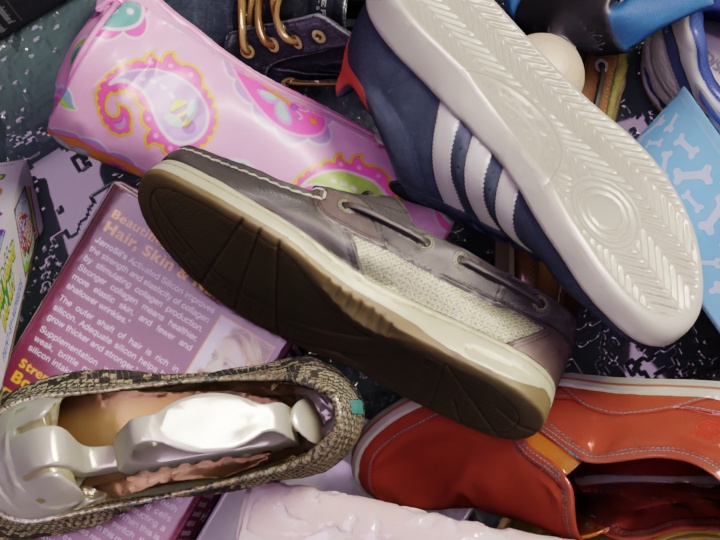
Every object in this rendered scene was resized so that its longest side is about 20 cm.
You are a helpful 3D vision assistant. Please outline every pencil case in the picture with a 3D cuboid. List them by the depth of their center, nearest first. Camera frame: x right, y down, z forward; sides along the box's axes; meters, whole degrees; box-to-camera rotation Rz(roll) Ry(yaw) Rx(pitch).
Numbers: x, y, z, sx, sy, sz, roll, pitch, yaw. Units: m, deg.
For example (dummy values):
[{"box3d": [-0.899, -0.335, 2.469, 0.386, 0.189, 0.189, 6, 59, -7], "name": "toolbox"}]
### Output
[{"box3d": [-0.045, -0.055, 0.864, 0.199, 0.087, 0.088, 28, 84, -10], "name": "pencil case"}]

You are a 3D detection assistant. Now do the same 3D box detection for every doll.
[{"box3d": [0.128, -0.148, 0.869, 0.136, 0.049, 0.200, 18, 60, 43], "name": "doll"}]

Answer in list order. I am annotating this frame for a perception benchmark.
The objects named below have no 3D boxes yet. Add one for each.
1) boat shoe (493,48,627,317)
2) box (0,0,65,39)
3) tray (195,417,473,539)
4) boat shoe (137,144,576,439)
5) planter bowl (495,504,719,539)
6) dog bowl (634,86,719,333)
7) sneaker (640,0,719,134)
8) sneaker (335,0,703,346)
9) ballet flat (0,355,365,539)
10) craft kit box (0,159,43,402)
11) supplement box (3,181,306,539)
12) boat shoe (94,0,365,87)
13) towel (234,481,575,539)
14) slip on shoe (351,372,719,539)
[{"box3d": [0.097, -0.020, 0.883, 0.068, 0.072, 0.201, 1, 83, 3], "name": "boat shoe"}, {"box3d": [-0.243, -0.198, 0.896, 0.196, 0.124, 0.201, -31, 82, -4], "name": "box"}, {"box3d": [-0.037, 0.163, 0.885, 0.107, 0.022, 0.201, 31, 84, -1], "name": "tray"}, {"box3d": [0.001, 0.000, 0.809, 0.200, 0.072, 0.066, 30, 57, 5], "name": "boat shoe"}, {"box3d": [0.151, 0.166, 0.850, 0.199, 0.083, 0.202, 0, 82, 2], "name": "planter bowl"}, {"box3d": [0.183, 0.012, 0.845, 0.049, 0.112, 0.200, -35, 102, 10], "name": "dog bowl"}, {"box3d": [0.219, -0.059, 0.876, 0.199, 0.088, 0.075, 33, 83, 5], "name": "sneaker"}, {"box3d": [0.063, -0.037, 0.803, 0.075, 0.085, 0.200, -22, 69, -42], "name": "sneaker"}, {"box3d": [-0.097, 0.071, 0.789, 0.199, 0.075, 0.068, -10, 83, 0], "name": "ballet flat"}, {"box3d": [-0.252, 0.022, 0.837, 0.199, 0.198, 0.049, -8, 116, 1], "name": "craft kit box"}, {"box3d": [-0.113, 0.076, 0.871, 0.110, 0.086, 0.201, 30, 85, 5], "name": "supplement box"}, {"box3d": [-0.034, -0.125, 0.892, 0.199, 0.091, 0.071, 3, 82, 3], "name": "boat shoe"}, {"box3d": [0.030, 0.202, 0.809, 0.199, 0.032, 0.192, 10, 88, 12], "name": "towel"}, {"box3d": [0.087, 0.087, 0.824, 0.199, 0.074, 0.061, -2, 42, 21], "name": "slip on shoe"}]
